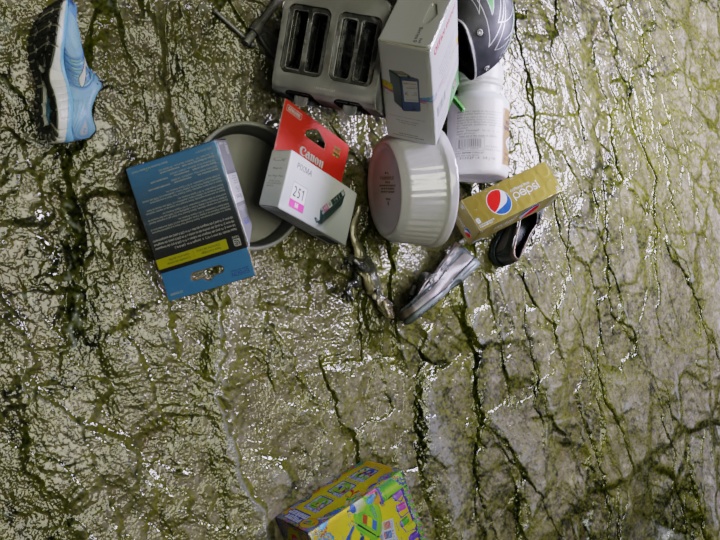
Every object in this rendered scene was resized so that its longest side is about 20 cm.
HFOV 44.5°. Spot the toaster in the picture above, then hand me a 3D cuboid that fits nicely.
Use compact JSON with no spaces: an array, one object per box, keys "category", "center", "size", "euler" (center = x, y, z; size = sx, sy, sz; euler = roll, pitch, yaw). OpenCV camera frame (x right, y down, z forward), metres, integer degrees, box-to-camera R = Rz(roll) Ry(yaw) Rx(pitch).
[{"category":"toaster","center":[-0.029,-0.347,1.374],"size":[0.178,0.119,0.203],"euler":[13,99,11]}]

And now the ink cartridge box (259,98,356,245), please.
[{"category":"ink cartridge box","center":[-0.070,-0.153,1.404],"size":[0.199,0.043,0.177],"euler":[27,73,-56]}]

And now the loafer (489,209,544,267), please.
[{"category":"loafer","center":[0.316,-0.094,1.674],"size":[0.072,0.063,0.202],"euler":[37,70,-26]}]

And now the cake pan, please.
[{"category":"cake pan","center":[-0.179,-0.132,1.385],"size":[0.197,0.037,0.204],"euler":[1,88,-32]}]

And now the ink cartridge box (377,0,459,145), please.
[{"category":"ink cartridge box","center":[0.094,-0.319,1.351],"size":[0.201,0.086,0.147],"euler":[81,26,-56]}]

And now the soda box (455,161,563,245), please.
[{"category":"soda box","center":[0.268,-0.124,1.606],"size":[0.198,0.064,0.068],"euler":[-25,74,-22]}]

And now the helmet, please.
[{"category":"helmet","center":[0.164,-0.424,1.470],"size":[0.187,0.200,0.204],"euler":[7,83,9]}]

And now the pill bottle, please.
[{"category":"pill bottle","center":[0.212,-0.267,1.587],"size":[0.113,0.114,0.204],"euler":[3,87,-31]}]

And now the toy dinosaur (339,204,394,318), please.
[{"category":"toy dinosaur","center":[0.000,0.000,1.482],"size":[0.088,0.047,0.203],"euler":[-34,112,-47]}]

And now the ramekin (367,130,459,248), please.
[{"category":"ramekin","center":[0.080,-0.137,1.461],"size":[0.093,0.202,0.206],"euler":[-5,91,-19]}]

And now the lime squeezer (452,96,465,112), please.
[{"category":"lime squeezer","center":[0.101,-0.346,1.544],"size":[0.198,0.038,0.071],"euler":[25,35,-6]}]

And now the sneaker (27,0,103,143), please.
[{"category":"sneaker","center":[-0.411,-0.279,1.242],"size":[0.089,0.078,0.204],"euler":[-3,94,-50]}]

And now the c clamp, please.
[{"category":"c clamp","center":[-0.120,-0.423,1.439],"size":[0.171,0.027,0.201],"euler":[47,67,-22]}]

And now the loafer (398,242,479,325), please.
[{"category":"loafer","center":[0.128,0.022,1.555],"size":[0.199,0.072,0.063],"euler":[-37,85,-34]}]

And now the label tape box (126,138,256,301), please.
[{"category":"label tape box","center":[-0.240,-0.075,1.292],"size":[0.142,0.063,0.203],"euler":[-15,97,7]}]

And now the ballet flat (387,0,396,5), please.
[{"category":"ballet flat","center":[0.010,-0.515,1.502],"size":[0.200,0.062,0.068],"euler":[49,65,-20]}]

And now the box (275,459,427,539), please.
[{"category":"box","center":[-0.002,0.449,1.425],"size":[0.191,0.121,0.203],"euler":[-26,102,-30]}]
